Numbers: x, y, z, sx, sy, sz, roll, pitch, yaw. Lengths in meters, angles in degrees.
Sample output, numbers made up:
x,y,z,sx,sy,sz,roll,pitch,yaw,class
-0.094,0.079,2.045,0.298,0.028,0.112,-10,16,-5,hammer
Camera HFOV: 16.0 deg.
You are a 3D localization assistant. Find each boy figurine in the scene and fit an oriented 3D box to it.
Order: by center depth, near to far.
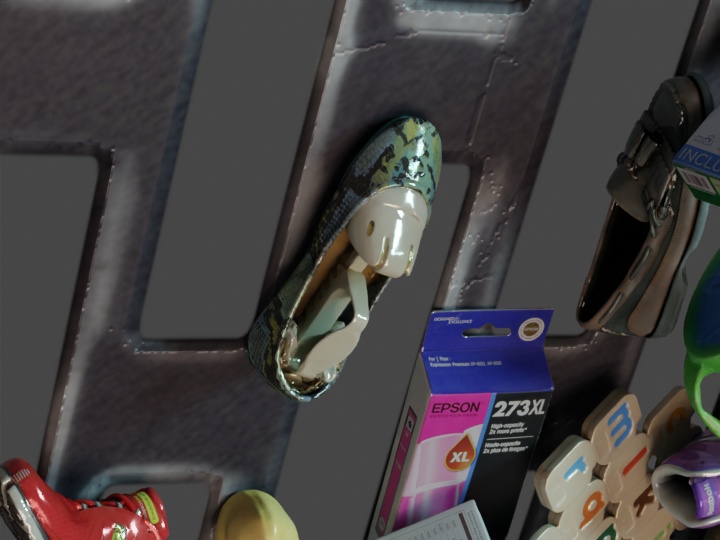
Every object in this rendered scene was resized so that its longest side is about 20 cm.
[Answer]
x,y,z,sx,sy,sz,roll,pitch,yaw,class
-0.070,0.237,1.747,0.123,0.065,0.201,-16,128,-11,boy figurine

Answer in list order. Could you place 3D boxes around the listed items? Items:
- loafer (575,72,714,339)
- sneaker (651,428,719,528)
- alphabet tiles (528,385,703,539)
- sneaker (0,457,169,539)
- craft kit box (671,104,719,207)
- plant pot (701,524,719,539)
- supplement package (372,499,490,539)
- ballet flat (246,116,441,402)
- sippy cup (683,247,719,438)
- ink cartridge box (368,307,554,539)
x,y,z,sx,sy,sz,roll,pitch,yaw,class
0.184,-0.035,1.657,0.062,0.072,0.201,-4,128,-14,loafer
0.287,0.149,1.739,0.114,0.200,0.073,-20,101,-41,sneaker
0.177,0.179,1.800,0.196,0.015,0.201,-43,135,-23,alphabet tiles
-0.169,0.166,1.655,0.085,0.077,0.200,-43,138,-4,sneaker
0.321,-0.100,1.541,0.198,0.199,0.049,-51,132,-12,craft kit box
0.312,0.227,1.848,0.134,0.200,0.201,31,112,0,plant pot
0.071,0.286,1.754,0.110,0.156,0.200,-22,143,1,supplement package
0.000,0.000,1.599,0.074,0.074,0.201,15,117,-32,ballet flat
0.305,0.036,1.693,0.130,0.140,0.178,34,135,-16,sippy cup
0.071,0.116,1.741,0.094,0.037,0.201,-1,123,-24,ink cartridge box
